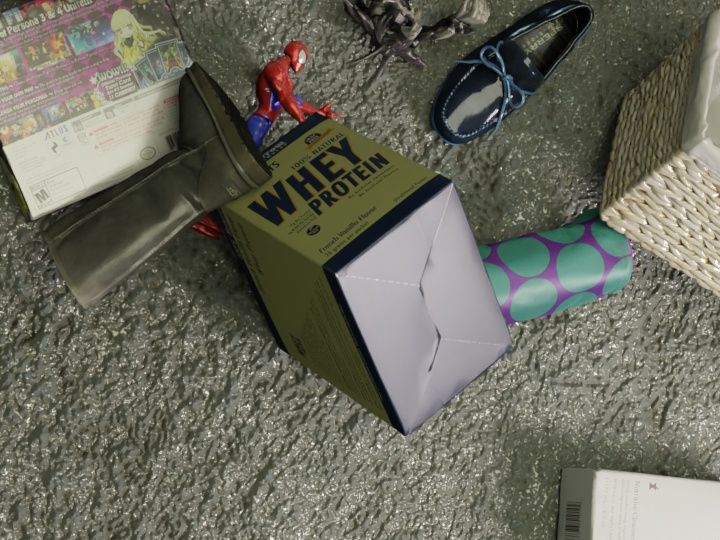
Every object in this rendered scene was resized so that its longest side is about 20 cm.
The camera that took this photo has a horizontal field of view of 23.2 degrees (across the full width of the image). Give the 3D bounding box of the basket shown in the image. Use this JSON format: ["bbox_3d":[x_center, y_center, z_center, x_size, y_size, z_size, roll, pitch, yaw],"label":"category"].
[{"bbox_3d":[0.360,-0.103,1.703,0.198,0.161,0.200,32,46,-16],"label":"basket"}]

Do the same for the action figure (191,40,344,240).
[{"bbox_3d":[-0.077,-0.114,1.626,0.099,0.065,0.200,25,80,-9],"label":"action figure"}]

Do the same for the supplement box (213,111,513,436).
[{"bbox_3d":[0.000,0.000,1.541,0.134,0.200,0.200,-38,130,-19],"label":"supplement box"}]

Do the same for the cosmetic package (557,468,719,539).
[{"bbox_3d":[0.299,0.258,1.738,0.199,0.081,0.113,6,83,-19],"label":"cosmetic package"}]

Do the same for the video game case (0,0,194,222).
[{"bbox_3d":[-0.245,-0.164,1.579,0.200,0.036,0.182,-26,96,-20],"label":"video game case"}]

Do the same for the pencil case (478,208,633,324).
[{"bbox_3d":[0.159,0.001,1.698,0.200,0.085,0.093,-14,54,-20],"label":"pencil case"}]

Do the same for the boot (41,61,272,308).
[{"bbox_3d":[-0.188,-0.076,1.533,0.200,0.182,0.073,-37,129,9],"label":"boot"}]

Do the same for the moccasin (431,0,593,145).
[{"bbox_3d":[0.148,-0.204,1.713,0.080,0.068,0.200,46,73,-13],"label":"moccasin"}]

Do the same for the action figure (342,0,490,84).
[{"bbox_3d":[0.059,-0.274,1.668,0.119,0.102,0.200,32,75,-28],"label":"action figure"}]
